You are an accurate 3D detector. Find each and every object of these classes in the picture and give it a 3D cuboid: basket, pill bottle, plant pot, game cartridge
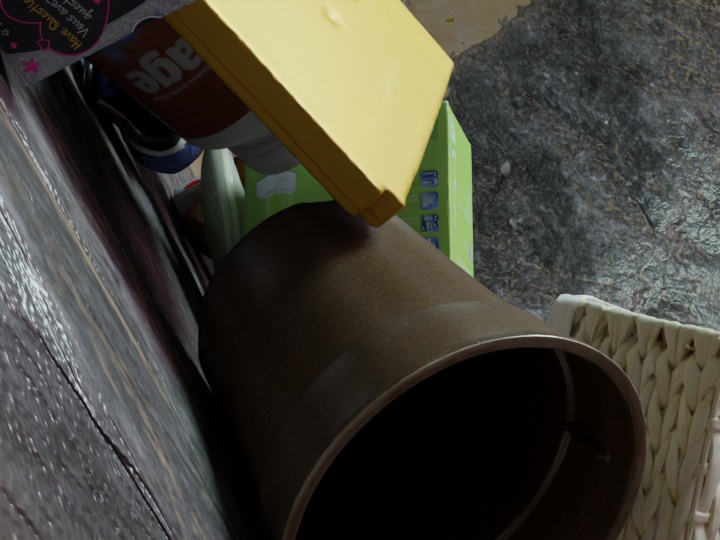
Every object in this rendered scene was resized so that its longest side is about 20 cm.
[{"bbox_3d":[0.171,0.128,0.710,0.135,0.203,0.123,17,-6,-41],"label":"basket"},{"bbox_3d":[-0.101,-0.146,0.764,0.200,0.112,0.113,39,15,-40],"label":"pill bottle"},{"bbox_3d":[0.014,0.071,0.669,0.198,0.199,0.202,49,-12,51],"label":"plant pot"},{"bbox_3d":[-0.026,-0.133,0.707,0.176,0.032,0.201,46,31,-15],"label":"game cartridge"}]

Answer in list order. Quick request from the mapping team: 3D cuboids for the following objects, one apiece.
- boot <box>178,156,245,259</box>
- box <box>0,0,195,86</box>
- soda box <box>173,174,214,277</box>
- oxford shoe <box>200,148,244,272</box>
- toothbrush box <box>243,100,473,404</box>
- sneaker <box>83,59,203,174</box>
[{"bbox_3d":[-0.031,-0.041,1.034,0.199,0.155,0.077,28,-33,27],"label":"boot"},{"bbox_3d":[-0.150,-0.204,0.576,0.133,0.114,0.201,65,-1,-47],"label":"box"},{"bbox_3d":[-0.096,0.008,1.130,0.202,0.063,0.068,65,-4,-14],"label":"soda box"},{"bbox_3d":[-0.076,0.001,0.939,0.075,0.057,0.203,153,-79,-75],"label":"oxford shoe"},{"bbox_3d":[0.000,0.000,0.854,0.086,0.143,0.203,44,43,-68],"label":"toothbrush box"},{"bbox_3d":[-0.161,-0.164,0.867,0.115,0.080,0.202,-155,-140,-83],"label":"sneaker"}]
